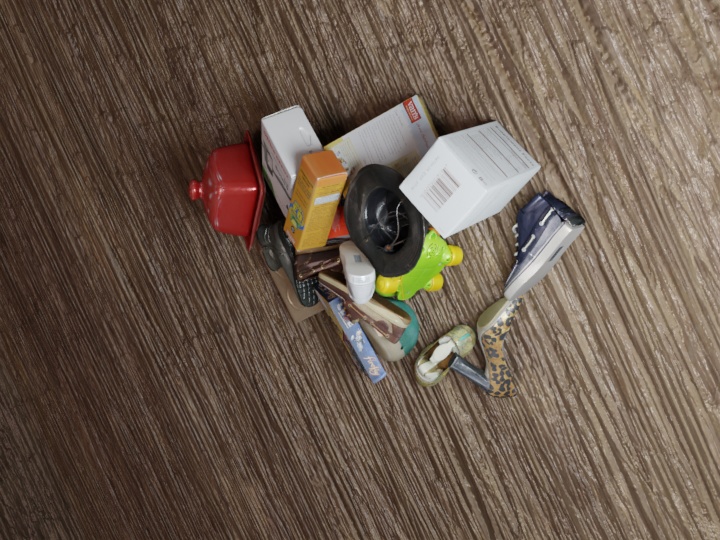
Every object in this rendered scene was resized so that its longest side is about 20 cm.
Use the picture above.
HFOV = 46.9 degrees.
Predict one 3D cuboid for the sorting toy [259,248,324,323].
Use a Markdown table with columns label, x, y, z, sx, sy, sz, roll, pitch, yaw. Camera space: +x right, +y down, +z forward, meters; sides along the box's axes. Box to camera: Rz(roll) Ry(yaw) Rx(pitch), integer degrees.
| label | x | y | z | sx | sy | sz | roll | pitch | yaw |
| --- | --- | --- | --- | --- | --- | --- | --- | --- | --- |
| sorting toy | -0.128 | 0.007 | 1.825 | 0.200 | 0.036 | 0.186 | -27 | 89 | 49 |

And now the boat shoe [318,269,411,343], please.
| label | x | y | z | sx | sy | sz | roll | pitch | yaw |
| --- | --- | --- | --- | --- | --- | --- | --- | --- | --- |
| boat shoe | -0.003 | 0.069 | 1.563 | 0.200 | 0.072 | 0.072 | 30 | 106 | 12 |

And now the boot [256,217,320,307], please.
| label | x | y | z | sx | sy | sz | roll | pitch | yaw |
| --- | --- | --- | --- | --- | --- | --- | --- | --- | --- |
| boot | -0.152 | -0.014 | 1.775 | 0.131 | 0.068 | 0.201 | -16 | 92 | 56 |

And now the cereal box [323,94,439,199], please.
| label | x | y | z | sx | sy | sz | roll | pitch | yaw |
| --- | --- | --- | --- | --- | --- | --- | --- | --- | --- |
| cereal box | 0.048 | -0.204 | 1.492 | 0.200 | 0.040 | 0.144 | -26 | 78 | 17 |

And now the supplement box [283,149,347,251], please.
| label | x | y | z | sx | sy | sz | roll | pitch | yaw |
| --- | --- | --- | --- | --- | --- | --- | --- | --- | --- |
| supplement box | -0.085 | -0.125 | 1.533 | 0.067 | 0.069 | 0.200 | 56 | 149 | 29 |

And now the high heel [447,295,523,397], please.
| label | x | y | z | sx | sy | sz | roll | pitch | yaw |
| --- | --- | --- | --- | --- | --- | --- | --- | --- | --- |
| high heel | 0.272 | 0.139 | 1.522 | 0.142 | 0.071 | 0.200 | 32 | 112 | -11 |

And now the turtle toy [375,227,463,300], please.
| label | x | y | z | sx | sy | sz | roll | pitch | yaw |
| --- | --- | --- | --- | --- | --- | --- | --- | --- | --- |
| turtle toy | 0.087 | -0.012 | 1.560 | 0.200 | 0.145 | 0.101 | -56 | 48 | 40 |

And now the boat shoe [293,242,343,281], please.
| label | x | y | z | sx | sy | sz | roll | pitch | yaw |
| --- | --- | --- | --- | --- | --- | --- | --- | --- | --- |
| boat shoe | -0.039 | -0.017 | 1.667 | 0.199 | 0.070 | 0.071 | -9 | 73 | 23 |

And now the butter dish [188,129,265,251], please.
| label | x | y | z | sx | sy | sz | roll | pitch | yaw |
| --- | --- | --- | --- | --- | --- | --- | --- | --- | --- |
| butter dish | -0.290 | -0.170 | 1.761 | 0.200 | 0.147 | 0.200 | 110 | 152 | -45 |

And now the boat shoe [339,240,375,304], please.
| label | x | y | z | sx | sy | sz | roll | pitch | yaw |
| --- | --- | --- | --- | --- | --- | --- | --- | --- | --- |
| boat shoe | 0.000 | 0.000 | 1.532 | 0.200 | 0.072 | 0.069 | -109 | 19 | -66 |

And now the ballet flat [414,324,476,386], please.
| label | x | y | z | sx | sy | sz | roll | pitch | yaw |
| --- | --- | --- | --- | --- | --- | --- | --- | --- | --- |
| ballet flat | 0.149 | 0.174 | 1.622 | 0.071 | 0.071 | 0.200 | 52 | 134 | 12 |

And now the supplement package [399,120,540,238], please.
| label | x | y | z | sx | sy | sz | roll | pitch | yaw |
| --- | --- | --- | --- | --- | --- | --- | --- | --- | --- |
| supplement package | 0.180 | -0.152 | 1.352 | 0.117 | 0.200 | 0.117 | 49 | 127 | 13 |

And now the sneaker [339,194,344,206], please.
| label | x | y | z | sx | sy | sz | roll | pitch | yaw |
| --- | --- | --- | --- | --- | --- | --- | --- | --- | --- |
| sneaker | 0.034 | -0.161 | 1.578 | 0.114 | 0.073 | 0.201 | 49 | 133 | 11 |

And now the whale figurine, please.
| label | x | y | z | sx | sy | sz | roll | pitch | yaw |
| --- | --- | --- | --- | --- | --- | --- | --- | --- | --- |
| whale figurine | 0.043 | 0.089 | 1.670 | 0.200 | 0.104 | 0.159 | 48 | 168 | 45 |

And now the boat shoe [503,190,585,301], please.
| label | x | y | z | sx | sy | sz | roll | pitch | yaw |
| --- | --- | --- | --- | --- | --- | --- | --- | --- | --- |
| boat shoe | 0.288 | -0.044 | 1.407 | 0.093 | 0.075 | 0.200 | 51 | 126 | 22 |

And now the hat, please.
| label | x | y | z | sx | sy | sz | roll | pitch | yaw |
| --- | --- | --- | --- | --- | --- | --- | --- | --- | --- |
| hat | 0.063 | -0.092 | 1.427 | 0.200 | 0.081 | 0.201 | 21 | 118 | 45 |

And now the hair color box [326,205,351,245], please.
| label | x | y | z | sx | sy | sz | roll | pitch | yaw |
| --- | --- | --- | --- | --- | --- | --- | --- | --- | --- |
| hair color box | -0.007 | -0.091 | 1.616 | 0.200 | 0.101 | 0.061 | -10 | 81 | 44 |

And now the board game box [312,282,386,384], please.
| label | x | y | z | sx | sy | sz | roll | pitch | yaw |
| --- | --- | --- | --- | --- | --- | --- | --- | --- | --- |
| board game box | -0.023 | 0.122 | 1.695 | 0.200 | 0.035 | 0.135 | 62 | 171 | -20 |

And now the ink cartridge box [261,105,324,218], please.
| label | x | y | z | sx | sy | sz | roll | pitch | yaw |
| --- | --- | --- | --- | --- | --- | --- | --- | --- | --- |
| ink cartridge box | -0.129 | -0.200 | 1.625 | 0.146 | 0.084 | 0.200 | 61 | 164 | 20 |
